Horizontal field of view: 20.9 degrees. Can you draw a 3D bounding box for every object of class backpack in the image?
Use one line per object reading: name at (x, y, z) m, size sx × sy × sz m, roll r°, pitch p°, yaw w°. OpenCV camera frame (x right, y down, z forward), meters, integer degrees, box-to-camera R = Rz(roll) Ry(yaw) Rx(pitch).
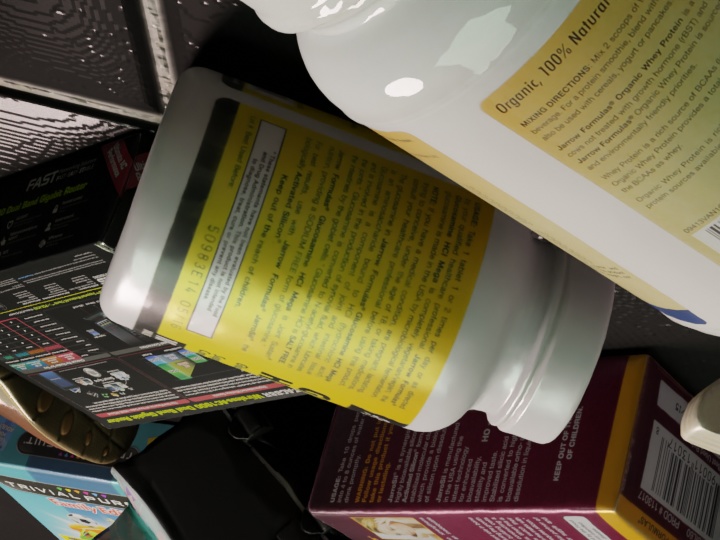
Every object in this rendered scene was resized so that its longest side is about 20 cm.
backpack at (-0.056, 0.186, 1.163) m, size 0.178 × 0.151 × 0.200 m, roll 46°, pitch -179°, yaw 27°

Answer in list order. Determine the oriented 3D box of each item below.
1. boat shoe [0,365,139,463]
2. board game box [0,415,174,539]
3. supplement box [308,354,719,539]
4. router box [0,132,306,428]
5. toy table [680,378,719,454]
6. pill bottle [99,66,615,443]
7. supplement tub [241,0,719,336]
boat shoe at (-0.204, 0.039, 1.089) m, size 0.067 × 0.072 × 0.200 m, roll -1°, pitch 145°, yaw 47°
board game box at (-0.151, 0.159, 1.323) m, size 0.150 × 0.047 × 0.200 m, roll 6°, pitch 153°, yaw 23°
supplement box at (0.087, 0.110, 1.018) m, size 0.199 × 0.086 × 0.110 m, roll -6°, pitch 147°, yaw 40°
router box at (-0.118, 0.012, 0.979) m, size 0.149 × 0.063 × 0.199 m, roll 35°, pitch 150°, yaw -32°
toy table at (0.222, 0.040, 0.754) m, size 0.182 × 0.118 × 0.200 m, roll 15°, pitch 156°, yaw 5°
pill bottle at (0.000, 0.000, 0.817) m, size 0.198 × 0.113 × 0.113 m, roll 20°, pitch 155°, yaw -6°
supplement tub at (0.071, -0.083, 0.563) m, size 0.199 × 0.145 × 0.144 m, roll 30°, pitch 152°, yaw -26°
